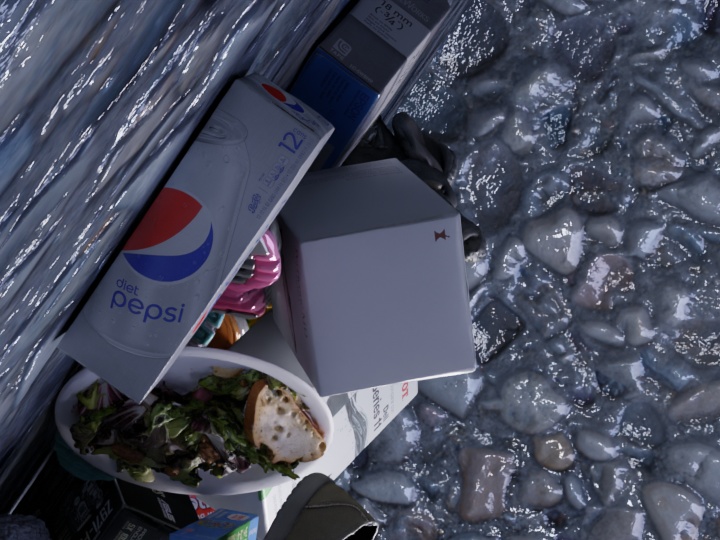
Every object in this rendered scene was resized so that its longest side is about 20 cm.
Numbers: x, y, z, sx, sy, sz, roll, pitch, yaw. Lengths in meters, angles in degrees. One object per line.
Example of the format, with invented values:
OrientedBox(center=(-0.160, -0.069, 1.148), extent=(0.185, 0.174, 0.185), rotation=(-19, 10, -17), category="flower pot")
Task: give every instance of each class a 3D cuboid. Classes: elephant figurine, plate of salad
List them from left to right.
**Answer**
OrientedBox(center=(-0.119, 0.118, 1.369), extent=(0.200, 0.200, 0.048), rotation=(125, -26, -49), category="plate of salad")
OrientedBox(center=(0.026, -0.073, 1.698), extent=(0.155, 0.200, 0.142), rotation=(-55, 179, -44), category="elephant figurine")

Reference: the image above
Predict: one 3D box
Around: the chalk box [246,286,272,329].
OrientedBox(center=(-0.079, 0.026, 1.742), extent=(0.124, 0.124, 0.200), rotation=(-56, -163, -19), category="chalk box")

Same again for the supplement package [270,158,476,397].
OrientedBox(center=(0.000, 0.000, 1.396), extent=(0.200, 0.117, 0.117), rotation=(-131, -147, -72), category="supplement package")

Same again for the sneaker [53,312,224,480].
OrientedBox(center=(-0.159, 0.073, 1.463), extent=(0.200, 0.078, 0.091), rotation=(-53, -176, 11), category="sneaker")

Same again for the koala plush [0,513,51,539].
OrientedBox(center=(-0.213, 0.285, 1.370), extent=(0.177, 0.184, 0.200), rotation=(-53, 162, 9), category="koala plush")

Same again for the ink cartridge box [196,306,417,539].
OrientedBox(center=(-0.044, 0.098, 1.542), extent=(0.200, 0.083, 0.147), rotation=(-44, 150, -30), category="ink cartridge box")

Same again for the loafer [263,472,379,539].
OrientedBox(center=(-0.050, 0.230, 1.342), extent=(0.200, 0.070, 0.075), rotation=(-58, 157, -29), category="loafer")

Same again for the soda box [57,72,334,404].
OrientedBox(center=(-0.099, -0.021, 1.161), extent=(0.200, 0.063, 0.068), rotation=(-55, -179, 12), category="soda box")

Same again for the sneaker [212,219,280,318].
OrientedBox(center=(-0.089, -0.031, 1.307), extent=(0.200, 0.079, 0.095), rotation=(126, -23, -75), category="sneaker")

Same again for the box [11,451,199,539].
OrientedBox(center=(-0.224, 0.238, 1.529), extent=(0.200, 0.086, 0.164), rotation=(-54, -152, 9), category="box")

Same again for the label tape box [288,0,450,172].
OrientedBox(center=(0.006, -0.165, 1.528), extent=(0.200, 0.063, 0.144), rotation=(-54, 180, -43), category="label tape box")

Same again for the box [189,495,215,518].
OrientedBox(center=(-0.148, 0.177, 1.723), extent=(0.200, 0.100, 0.095), rotation=(-12, 179, 1), category="box")

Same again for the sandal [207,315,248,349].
OrientedBox(center=(-0.161, 0.086, 1.657), extent=(0.207, 0.079, 0.059), rotation=(-52, -176, 49), category="sandal")

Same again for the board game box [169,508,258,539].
OrientedBox(center=(-0.117, 0.281, 1.386), extent=(0.151, 0.037, 0.200), rotation=(0, 98, -81), category="board game box")
